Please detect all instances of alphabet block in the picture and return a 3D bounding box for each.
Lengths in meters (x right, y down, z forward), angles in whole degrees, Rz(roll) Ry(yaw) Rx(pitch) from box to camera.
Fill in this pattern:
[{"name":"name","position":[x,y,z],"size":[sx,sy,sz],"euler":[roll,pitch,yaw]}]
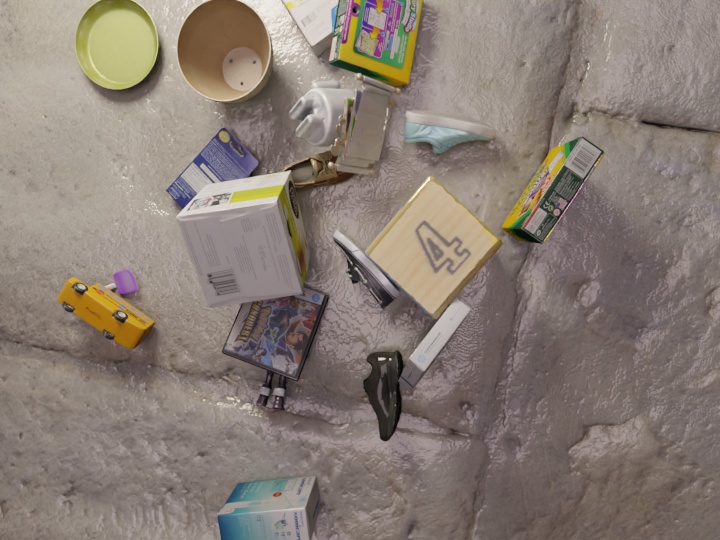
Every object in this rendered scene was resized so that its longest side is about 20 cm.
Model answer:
[{"name":"alphabet block","position":[0.144,-0.049,1.076],"size":[0.196,0.195,0.201],"euler":[42,95,-1]}]

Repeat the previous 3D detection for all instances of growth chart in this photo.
[{"name":"growth chart","position":[0.006,-0.291,1.056],"size":[0.018,0.143,0.203],"euler":[26,102,44]}]

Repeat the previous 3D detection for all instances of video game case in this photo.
[{"name":"video game case","position":[-0.187,0.119,1.160],"size":[0.178,0.026,0.203],"euler":[19,72,3]}]

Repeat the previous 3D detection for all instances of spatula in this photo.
[{"name":"spatula","position":[-0.616,0.047,1.231],"size":[0.197,0.021,0.057],"euler":[-17,97,6]}]

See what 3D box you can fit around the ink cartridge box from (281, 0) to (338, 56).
[{"name":"ink cartridge box","position":[-0.107,-0.588,1.119],"size":[0.115,0.067,0.202],"euler":[-32,91,6]}]

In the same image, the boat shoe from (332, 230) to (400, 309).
[{"name":"boat shoe","position":[0.000,0.000,1.155],"size":[0.068,0.072,0.200],"euler":[-43,97,5]}]

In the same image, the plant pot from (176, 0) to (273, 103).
[{"name":"plant pot","position":[-0.270,-0.448,1.109],"size":[0.196,0.134,0.204],"euler":[0,94,5]}]

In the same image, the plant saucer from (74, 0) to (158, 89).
[{"name":"plant saucer","position":[-0.547,-0.511,1.180],"size":[0.196,0.031,0.204],"euler":[0,95,4]}]

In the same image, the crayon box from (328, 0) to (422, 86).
[{"name":"crayon box","position":[0.035,-0.509,1.080],"size":[0.170,0.058,0.204],"euler":[7,96,-29]}]

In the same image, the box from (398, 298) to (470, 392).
[{"name":"box","position":[0.146,0.158,1.062],"size":[0.041,0.201,0.156],"euler":[37,71,12]}]

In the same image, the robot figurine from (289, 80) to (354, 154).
[{"name":"robot figurine","position":[-0.048,-0.319,1.086],"size":[0.198,0.112,0.172],"euler":[-12,82,-39]}]

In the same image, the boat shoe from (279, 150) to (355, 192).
[{"name":"boat shoe","position":[-0.087,-0.220,1.140],"size":[0.197,0.074,0.077],"euler":[-19,93,6]}]

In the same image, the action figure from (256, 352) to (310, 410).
[{"name":"action figure","position":[-0.186,0.208,1.185],"size":[0.128,0.069,0.204],"euler":[10,81,11]}]

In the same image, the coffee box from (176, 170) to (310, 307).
[{"name":"coffee box","position":[-0.225,-0.070,1.076],"size":[0.196,0.199,0.203],"euler":[-9,116,6]}]

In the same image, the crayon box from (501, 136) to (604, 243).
[{"name":"crayon box","position":[0.378,-0.156,1.049],"size":[0.058,0.173,0.202],"euler":[32,96,-2]}]

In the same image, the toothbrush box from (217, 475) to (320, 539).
[{"name":"toothbrush box","position":[-0.199,0.543,1.170],"size":[0.196,0.146,0.087],"euler":[-6,94,6]}]

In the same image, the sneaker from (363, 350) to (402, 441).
[{"name":"sneaker","position":[0.049,0.279,1.175],"size":[0.089,0.076,0.204],"euler":[2,88,14]}]

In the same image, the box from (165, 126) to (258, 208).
[{"name":"box","position":[-0.332,-0.211,1.183],"size":[0.121,0.032,0.200],"euler":[45,98,0]}]

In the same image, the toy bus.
[{"name":"toy bus","position":[-0.579,0.093,1.188],"size":[0.199,0.078,0.065],"euler":[36,105,-6]}]

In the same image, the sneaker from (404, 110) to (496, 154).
[{"name":"sneaker","position":[0.189,-0.291,1.124],"size":[0.196,0.074,0.083],"euler":[10,118,3]}]
